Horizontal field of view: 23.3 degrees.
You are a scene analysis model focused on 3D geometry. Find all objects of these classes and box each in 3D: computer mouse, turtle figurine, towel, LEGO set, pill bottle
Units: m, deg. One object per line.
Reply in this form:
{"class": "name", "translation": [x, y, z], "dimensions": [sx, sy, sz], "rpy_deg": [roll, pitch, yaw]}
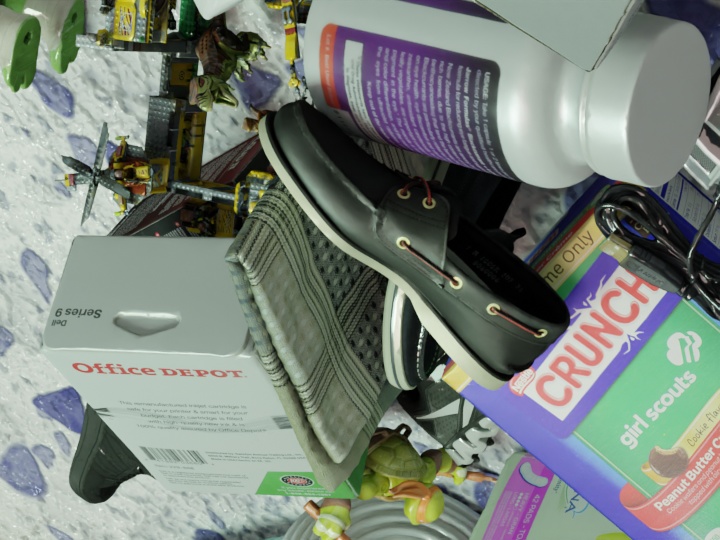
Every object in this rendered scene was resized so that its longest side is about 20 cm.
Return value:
{"class": "computer mouse", "translation": [0.208, -0.073, 0.912], "dimensions": [0.109, 0.044, 0.201], "rpy_deg": [29, 112, 4]}
{"class": "turtle figurine", "translation": [0.000, 0.133, 1.208], "dimensions": [0.161, 0.199, 0.065], "rpy_deg": [33, 122, 33]}
{"class": "turtle figurine", "translation": [-0.294, -0.154, 1.155], "dimensions": [0.192, 0.202, 0.144], "rpy_deg": [20, 171, 12]}
{"class": "towel", "translation": [0.000, 0.000, 1.037], "dimensions": [0.034, 0.193, 0.201], "rpy_deg": [7, 137, 28]}
{"class": "LEGO set", "translation": [-0.099, -0.110, 1.023], "dimensions": [0.153, 0.115, 0.202], "rpy_deg": [21, 106, 30]}
{"class": "pill bottle", "translation": [0.076, -0.106, 0.911], "dimensions": [0.199, 0.111, 0.112], "rpy_deg": [19, 137, 37]}

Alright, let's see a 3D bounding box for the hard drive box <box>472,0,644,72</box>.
{"class": "hard drive box", "translation": [0.139, -0.214, 0.780], "dimensions": [0.076, 0.156, 0.201], "rpy_deg": [32, 138, 6]}

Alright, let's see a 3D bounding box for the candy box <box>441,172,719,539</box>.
{"class": "candy box", "translation": [0.177, 0.055, 1.016], "dimensions": [0.200, 0.077, 0.169], "rpy_deg": [40, 113, -3]}

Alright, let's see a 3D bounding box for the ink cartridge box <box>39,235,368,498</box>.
{"class": "ink cartridge box", "translation": [-0.089, 0.063, 1.094], "dimensions": [0.144, 0.085, 0.200], "rpy_deg": [1, 149, 20]}

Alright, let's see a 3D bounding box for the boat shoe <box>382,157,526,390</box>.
{"class": "boat shoe", "translation": [0.062, -0.020, 1.022], "dimensions": [0.062, 0.075, 0.202], "rpy_deg": [21, 100, 14]}

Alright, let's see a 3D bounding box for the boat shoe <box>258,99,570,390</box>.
{"class": "boat shoe", "translation": [0.030, -0.024, 0.944], "dimensions": [0.201, 0.074, 0.063], "rpy_deg": [44, 117, -11]}

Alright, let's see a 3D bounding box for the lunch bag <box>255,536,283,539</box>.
{"class": "lunch bag", "translation": [-0.077, 0.315, 1.449], "dimensions": [0.170, 0.122, 0.201], "rpy_deg": [-19, 107, 47]}

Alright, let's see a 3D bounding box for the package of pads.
{"class": "package of pads", "translation": [0.163, 0.200, 1.146], "dimensions": [0.198, 0.155, 0.068], "rpy_deg": [3, 138, 36]}

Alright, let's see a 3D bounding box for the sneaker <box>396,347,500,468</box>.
{"class": "sneaker", "translation": [0.079, 0.057, 1.137], "dimensions": [0.090, 0.067, 0.200], "rpy_deg": [34, 141, -3]}

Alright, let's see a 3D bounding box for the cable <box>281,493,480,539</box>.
{"class": "cable", "translation": [0.024, 0.240, 1.248], "dimensions": [0.200, 0.199, 0.070], "rpy_deg": [43, 140, 29]}

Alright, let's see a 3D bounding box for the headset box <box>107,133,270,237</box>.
{"class": "headset box", "translation": [-0.069, -0.002, 1.183], "dimensions": [0.199, 0.075, 0.149], "rpy_deg": [-24, 111, 46]}

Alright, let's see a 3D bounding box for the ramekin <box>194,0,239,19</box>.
{"class": "ramekin", "translation": [-0.012, -0.213, 0.866], "dimensions": [0.201, 0.202, 0.095], "rpy_deg": [-19, 103, 44]}

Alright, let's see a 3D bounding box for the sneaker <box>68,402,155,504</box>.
{"class": "sneaker", "translation": [-0.172, 0.143, 1.400], "dimensions": [0.104, 0.060, 0.201], "rpy_deg": [31, 136, 14]}
